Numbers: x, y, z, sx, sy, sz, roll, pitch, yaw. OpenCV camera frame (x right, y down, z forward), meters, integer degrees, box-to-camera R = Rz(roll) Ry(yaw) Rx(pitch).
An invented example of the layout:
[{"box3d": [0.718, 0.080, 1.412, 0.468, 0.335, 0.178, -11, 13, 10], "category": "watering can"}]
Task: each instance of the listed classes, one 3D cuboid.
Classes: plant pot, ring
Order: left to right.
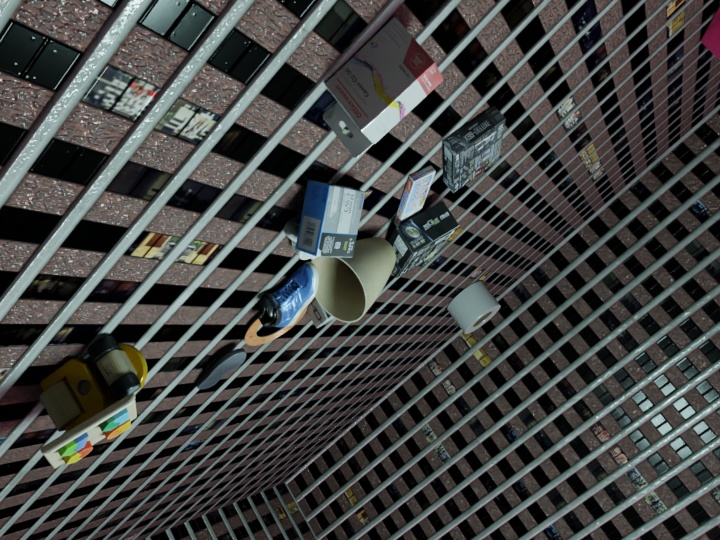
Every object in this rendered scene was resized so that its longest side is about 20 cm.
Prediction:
[{"box3d": [-0.230, 0.135, 1.683, 0.198, 0.019, 0.201, -32, 158, -14], "category": "ring"}, {"box3d": [0.000, 0.000, 1.577, 0.199, 0.187, 0.188, -36, 164, -41], "category": "plant pot"}]

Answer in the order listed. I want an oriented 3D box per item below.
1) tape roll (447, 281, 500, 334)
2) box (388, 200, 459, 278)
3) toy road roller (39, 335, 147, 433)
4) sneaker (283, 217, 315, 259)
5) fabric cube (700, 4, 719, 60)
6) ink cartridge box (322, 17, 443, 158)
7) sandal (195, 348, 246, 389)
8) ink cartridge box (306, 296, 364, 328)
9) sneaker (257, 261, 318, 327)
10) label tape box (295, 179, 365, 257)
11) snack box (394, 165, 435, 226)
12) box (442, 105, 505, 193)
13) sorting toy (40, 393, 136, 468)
[{"box3d": [0.502, 0.164, 2.751, 0.201, 0.140, 0.204, -31, 159, -13], "category": "tape roll"}, {"box3d": [0.161, -0.082, 1.717, 0.162, 0.087, 0.200, -30, 168, -18], "category": "box"}, {"box3d": [-0.531, 0.235, 1.272, 0.198, 0.124, 0.146, -35, 171, -4], "category": "toy road roller"}, {"box3d": [-0.120, -0.060, 1.377, 0.080, 0.071, 0.200, -38, 160, 13], "category": "sneaker"}, {"box3d": [1.201, -0.749, 1.869, 0.198, 0.198, 0.200, -34, 160, -4], "category": "fabric cube"}, {"box3d": [0.024, -0.300, 1.033, 0.199, 0.117, 0.067, -42, 160, 11], "category": "ink cartridge box"}, {"box3d": [-0.386, 0.259, 1.675, 0.199, 0.043, 0.075, -38, 154, 29], "category": "sandal"}, {"box3d": [-0.071, 0.088, 1.696, 0.115, 0.067, 0.200, -29, 175, -20], "category": "ink cartridge box"}, {"box3d": [-0.184, 0.065, 1.526, 0.110, 0.077, 0.201, -6, 140, -47], "category": "sneaker"}, {"box3d": [-0.043, -0.105, 1.316, 0.199, 0.065, 0.146, 0, 104, -55], "category": "label tape box"}, {"box3d": [0.137, -0.185, 1.590, 0.071, 0.024, 0.201, -28, 157, -23], "category": "snack box"}, {"box3d": [0.280, -0.297, 1.548, 0.157, 0.050, 0.200, -36, 159, -4], "category": "box"}, {"box3d": [-0.526, 0.324, 1.227, 0.184, 0.037, 0.200, -32, 171, -29], "category": "sorting toy"}]
